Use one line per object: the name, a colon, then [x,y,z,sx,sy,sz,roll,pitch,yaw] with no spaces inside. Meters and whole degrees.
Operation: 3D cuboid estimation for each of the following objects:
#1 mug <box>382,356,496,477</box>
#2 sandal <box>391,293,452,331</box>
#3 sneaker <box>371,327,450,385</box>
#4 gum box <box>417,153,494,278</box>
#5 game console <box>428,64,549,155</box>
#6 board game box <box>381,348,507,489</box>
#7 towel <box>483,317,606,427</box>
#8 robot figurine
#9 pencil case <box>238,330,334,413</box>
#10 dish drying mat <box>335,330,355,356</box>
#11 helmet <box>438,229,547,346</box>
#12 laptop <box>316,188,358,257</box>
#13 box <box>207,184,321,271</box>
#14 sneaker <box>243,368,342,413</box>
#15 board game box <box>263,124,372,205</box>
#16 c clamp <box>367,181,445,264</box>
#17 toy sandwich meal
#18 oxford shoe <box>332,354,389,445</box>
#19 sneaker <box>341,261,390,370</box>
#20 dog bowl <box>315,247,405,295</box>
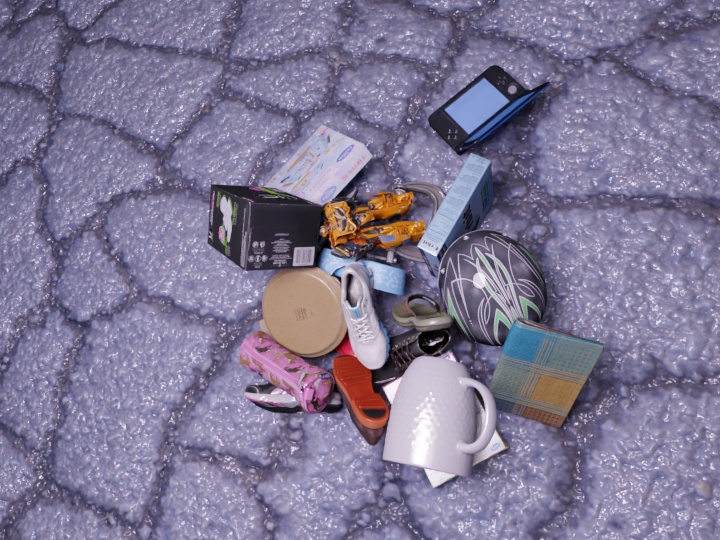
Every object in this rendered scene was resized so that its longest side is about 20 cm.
mug: [0.139,0.238,0.887,0.199,0.147,0.177,-13,59,51]
sandal: [0.114,0.071,0.992,0.079,0.201,0.058,-14,95,-15]
sneaker: [0.076,0.154,1.004,0.199,0.106,0.075,-33,84,3]
gum box: [0.187,-0.093,1.024,0.044,0.170,0.201,28,82,22]
game console: [0.256,-0.345,1.111,0.200,0.118,0.171,-38,68,1]
board game box: [0.152,0.269,0.991,0.152,0.040,0.201,-30,68,5]
towel: [0.302,0.175,0.907,0.146,0.201,0.022,16,36,9]
robot figurine: [0.017,-0.093,1.025,0.199,0.058,0.146,-10,62,-20]
pencil case: [-0.141,0.187,1.005,0.199,0.087,0.083,25,42,35]
dish drying mat: [-0.040,0.119,1.102,0.077,0.018,0.200,-46,68,-3]
helmet: [0.233,0.033,0.957,0.198,0.191,0.202,-3,74,10]
laptop: [-0.121,-0.108,1.138,0.116,0.200,0.188,34,78,-12]
box: [-0.189,-0.086,1.027,0.200,0.148,0.125,27,114,51]
sneaker: [-0.128,0.233,1.071,0.198,0.081,0.087,0,59,9]
board game box: [-0.097,-0.211,1.160,0.200,0.041,0.199,-47,39,-2]
c clamp: [0.095,-0.099,1.095,0.170,0.027,0.201,17,72,-5]
toy sandwich meal: [-0.106,0.083,1.067,0.204,0.070,0.207,3,101,17]
oxford shoe: [-0.009,0.228,0.976,0.071,0.073,0.200,-3,29,-17]
sneaker: [-0.002,0.084,0.966,0.074,0.087,0.201,-16,89,11]
dog bowl: [0.000,0.000,1.072,0.199,0.111,0.050,17,91,19]
